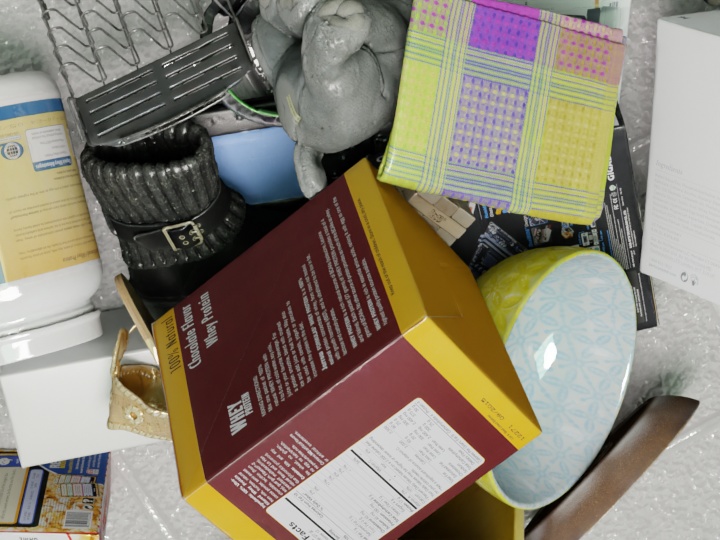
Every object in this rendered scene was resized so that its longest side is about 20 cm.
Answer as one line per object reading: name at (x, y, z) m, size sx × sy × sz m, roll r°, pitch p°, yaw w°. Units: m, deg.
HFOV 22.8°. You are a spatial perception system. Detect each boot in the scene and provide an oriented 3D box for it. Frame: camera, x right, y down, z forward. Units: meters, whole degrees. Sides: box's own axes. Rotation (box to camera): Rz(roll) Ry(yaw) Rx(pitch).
boot at (-0.096, -0.047, 1.350) m, size 0.210 × 0.080 × 0.159 m, roll -11°, pitch 126°, yaw -1°

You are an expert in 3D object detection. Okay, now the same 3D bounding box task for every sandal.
sandal at (-0.152, 0.108, 1.323) m, size 0.069 × 0.078 × 0.212 m, roll -30°, pitch 115°, yaw 0°

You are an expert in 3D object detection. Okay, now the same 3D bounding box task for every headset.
headset at (-0.052, -0.207, 1.326) m, size 0.123 × 0.094 × 0.201 m, roll 9°, pitch 92°, yaw -8°

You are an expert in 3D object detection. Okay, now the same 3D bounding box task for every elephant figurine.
elephant figurine at (0.034, -0.167, 1.273) m, size 0.199 × 0.142 × 0.156 m, roll -12°, pitch 143°, yaw -27°

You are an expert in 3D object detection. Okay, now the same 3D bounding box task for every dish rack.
dish rack at (-0.168, -0.192, 1.288) m, size 0.153 × 0.055 × 0.201 m, roll -26°, pitch 65°, yaw 6°

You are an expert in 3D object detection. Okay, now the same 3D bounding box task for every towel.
towel at (0.105, -0.113, 1.251) m, size 0.199 × 0.023 × 0.145 m, roll 7°, pitch 94°, yaw -34°

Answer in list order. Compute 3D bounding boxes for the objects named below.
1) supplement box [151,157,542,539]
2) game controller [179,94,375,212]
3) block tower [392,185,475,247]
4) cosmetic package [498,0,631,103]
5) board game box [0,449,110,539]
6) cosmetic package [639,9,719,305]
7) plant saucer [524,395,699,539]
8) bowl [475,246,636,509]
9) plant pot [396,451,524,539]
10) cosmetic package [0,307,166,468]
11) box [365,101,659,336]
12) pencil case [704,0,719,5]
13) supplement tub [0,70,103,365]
supplement box at (-0.017, 0.071, 1.209) m, size 0.200 × 0.198 × 0.133 m, roll -37°, pitch 124°, yaw 12°
game controller at (-0.088, -0.083, 1.394) m, size 0.199 × 0.042 × 0.105 m, roll -9°, pitch 109°, yaw -1°
block tower at (0.000, 0.000, 1.319) m, size 0.054 × 0.058 × 0.200 m, roll 34°, pitch 108°, yaw -28°
cosmetic package at (0.127, -0.165, 1.379) m, size 0.150 × 0.052 × 0.201 m, roll 3°, pitch 110°, yaw -3°
board game box at (-0.301, 0.191, 1.414) m, size 0.199 × 0.152 × 0.047 m, roll 2°, pitch 109°, yaw -4°
cosmetic package at (0.328, -0.093, 1.343) m, size 0.198 × 0.123 × 0.201 m, roll -12°, pitch 111°, yaw -30°
plant saucer at (0.192, 0.167, 1.431) m, size 0.032 × 0.200 × 0.200 m, roll 43°, pitch 102°, yaw 5°
bowl at (0.112, 0.068, 1.349) m, size 0.200 × 0.107 × 0.201 m, roll -25°, pitch 124°, yaw -43°
plant pot at (0.003, 0.198, 1.422) m, size 0.193 × 0.196 × 0.200 m, roll 20°, pitch 133°, yaw -12°
cosmetic package at (-0.175, 0.081, 1.409) m, size 0.199 × 0.108 × 0.085 m, roll -11°, pitch 111°, yaw 1°
box at (0.121, -0.022, 1.392) m, size 0.197 × 0.050 × 0.201 m, roll -12°, pitch 127°, yaw 6°
pencil case at (0.232, -0.288, 1.330) m, size 0.200 × 0.078 × 0.089 m, roll 41°, pitch 110°, yaw -16°
supplement tub at (-0.272, -0.035, 1.319) m, size 0.144 × 0.145 × 0.201 m, roll -14°, pitch 94°, yaw 0°
